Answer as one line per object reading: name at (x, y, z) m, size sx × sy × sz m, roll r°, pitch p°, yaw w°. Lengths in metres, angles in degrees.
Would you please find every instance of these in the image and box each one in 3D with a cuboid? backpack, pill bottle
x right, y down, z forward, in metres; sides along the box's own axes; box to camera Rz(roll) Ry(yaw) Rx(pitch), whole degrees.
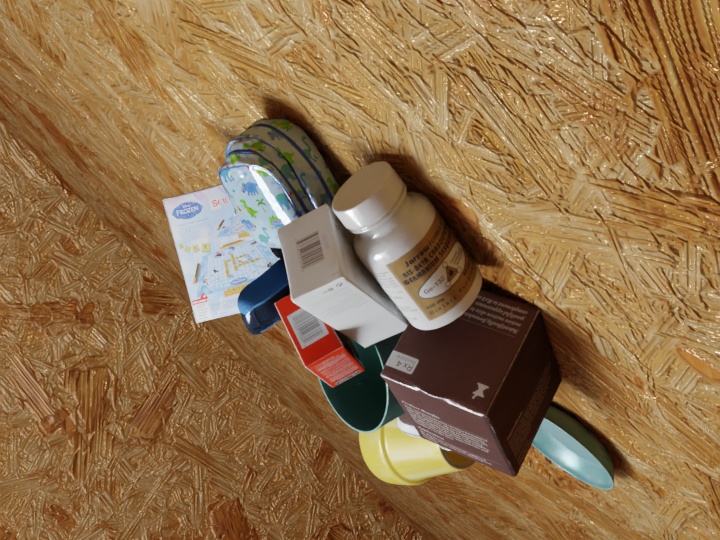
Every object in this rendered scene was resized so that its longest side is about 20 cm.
backpack at (-0.106, -0.111, 1.380) m, size 0.162 × 0.153 × 0.203 m, roll 5°, pitch 117°, yaw 44°
pill bottle at (0.056, -0.032, 1.244) m, size 0.201 × 0.115 × 0.114 m, roll 51°, pitch 162°, yaw -26°

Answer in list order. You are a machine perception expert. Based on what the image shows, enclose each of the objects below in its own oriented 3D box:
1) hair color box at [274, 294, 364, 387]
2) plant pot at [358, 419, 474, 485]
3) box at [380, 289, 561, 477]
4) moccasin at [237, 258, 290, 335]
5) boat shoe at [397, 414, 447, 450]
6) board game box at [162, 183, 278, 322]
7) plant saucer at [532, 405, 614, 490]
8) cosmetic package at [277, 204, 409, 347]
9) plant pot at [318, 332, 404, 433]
hair color box at (-0.054, 0.095, 1.398) m, size 0.102 × 0.061 × 0.200 m, roll 62°, pitch 180°, yaw 16°
plant pot at (0.128, 0.312, 1.917) m, size 0.188 × 0.202 × 0.201 m, roll -8°, pitch 131°, yaw 50°
box at (0.157, 0.145, 1.357) m, size 0.164 × 0.165 × 0.201 m, roll 19°, pitch 156°, yaw 31°
moccasin at (-0.099, 0.022, 1.442) m, size 0.080 × 0.199 × 0.069 m, roll 29°, pitch 138°, yaw 41°
boat shoe at (0.161, 0.289, 1.770) m, size 0.074 × 0.196 × 0.068 m, roll -96°, pitch 10°, yaw -63°
board game box at (-0.187, -0.038, 1.552) m, size 0.041 × 0.197 × 0.203 m, roll -44°, pitch -60°, yaw -75°
plant saucer at (0.325, 0.269, 1.579) m, size 0.199 × 0.036 × 0.200 m, roll 38°, pitch 165°, yaw 12°
cosmetic package at (-0.018, 0.012, 1.298) m, size 0.200 × 0.080 × 0.114 m, roll 41°, pitch -150°, yaw -54°
plant pot at (0.043, 0.130, 1.564) m, size 0.200 × 0.159 × 0.204 m, roll 30°, pitch 128°, yaw 46°
